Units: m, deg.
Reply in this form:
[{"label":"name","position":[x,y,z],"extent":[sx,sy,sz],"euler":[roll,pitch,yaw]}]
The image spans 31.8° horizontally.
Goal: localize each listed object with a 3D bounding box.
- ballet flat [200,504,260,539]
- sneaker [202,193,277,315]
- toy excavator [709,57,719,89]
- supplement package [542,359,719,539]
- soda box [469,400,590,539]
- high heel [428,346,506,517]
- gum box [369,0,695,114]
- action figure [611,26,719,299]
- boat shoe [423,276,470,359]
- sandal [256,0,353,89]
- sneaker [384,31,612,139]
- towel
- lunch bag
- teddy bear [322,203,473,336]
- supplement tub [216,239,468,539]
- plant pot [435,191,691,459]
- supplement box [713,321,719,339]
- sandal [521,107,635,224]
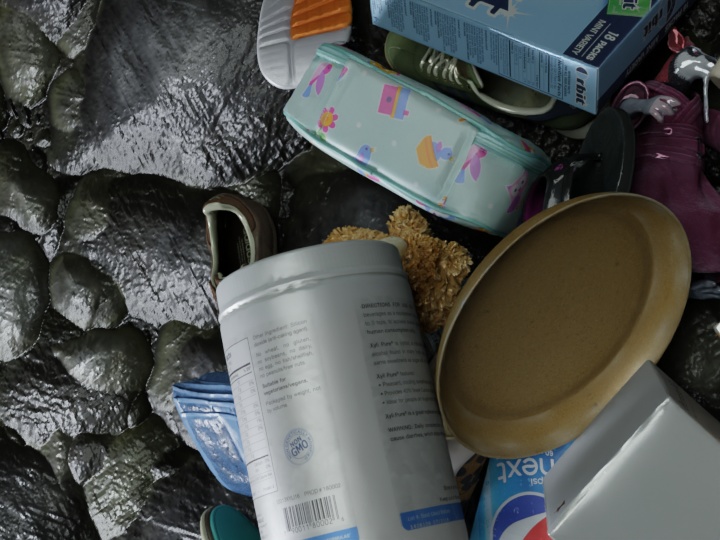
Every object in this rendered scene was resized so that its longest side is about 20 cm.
[{"label":"ballet flat","position":[-0.074,0.280,1.005],"extent":[0.070,0.069,0.200],"euler":[-47,67,11]},{"label":"sneaker","position":[-0.096,0.034,1.041],"extent":[0.070,0.075,0.203],"euler":[-21,74,20]},{"label":"toy excavator","position":[0.322,-0.072,0.796],"extent":[0.194,0.199,0.101],"euler":[39,98,24]},{"label":"supplement package","position":[0.227,0.175,0.815],"extent":[0.199,0.117,0.118],"euler":[41,101,0]},{"label":"soda box","position":[0.121,0.191,0.923],"extent":[0.063,0.068,0.203],"euler":[13,88,25]},{"label":"high heel","position":[0.062,0.127,0.931],"extent":[0.070,0.143,0.203],"euler":[15,81,4]},{"label":"gum box","position":[0.133,-0.214,0.934],"extent":[0.198,0.045,0.170],"euler":[28,58,28]},{"label":"action figure","position":[0.226,-0.076,0.917],"extent":[0.149,0.132,0.203],"euler":[150,132,-62]},{"label":"boat shoe","position":[0.038,0.068,0.980],"extent":[0.200,0.065,0.075],"euler":[-32,71,17]},{"label":"sandal","position":[-0.040,-0.230,1.070],"extent":[0.078,0.059,0.210],"euler":[-2,60,8]},{"label":"sneaker","position":[0.094,-0.162,0.974],"extent":[0.198,0.090,0.068],"euler":[25,94,26]},{"label":"towel","position":[-0.065,0.133,0.967],"extent":[0.198,0.048,0.113],"euler":[-4,119,50]},{"label":"lunch bag","position":[0.047,-0.098,0.953],"extent":[0.198,0.160,0.078],"euler":[31,100,19]},{"label":"teddy bear","position":[0.000,0.000,0.954],"extent":[0.143,0.200,0.068],"euler":[-23,108,-7]},{"label":"supplement tub","position":[-0.013,0.096,0.809],"extent":[0.130,0.132,0.203],"euler":[-17,76,21]},{"label":"plant pot","position":[0.128,0.034,0.819],"extent":[0.201,0.199,0.028],"euler":[-52,44,9]},{"label":"supplement box","position":[0.296,0.076,0.787],"extent":[0.073,0.199,0.127],"euler":[-36,69,15]},{"label":"sandal","position":[0.133,-0.020,0.878],"extent":[0.076,0.047,0.203],"euler":[-111,38,-55]}]
